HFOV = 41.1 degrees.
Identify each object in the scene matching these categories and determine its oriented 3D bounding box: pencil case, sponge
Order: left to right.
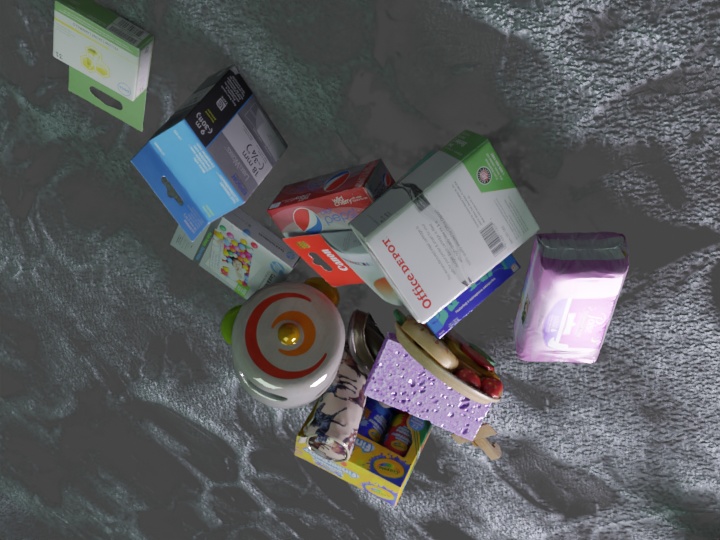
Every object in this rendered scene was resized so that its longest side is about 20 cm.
[{"bbox_3d":[-0.034,0.212,1.605,0.088,0.202,0.078,26,147,-13],"label":"pencil case"},{"bbox_3d":[0.113,0.185,1.536,0.197,0.030,0.113,23,113,-5],"label":"sponge"}]

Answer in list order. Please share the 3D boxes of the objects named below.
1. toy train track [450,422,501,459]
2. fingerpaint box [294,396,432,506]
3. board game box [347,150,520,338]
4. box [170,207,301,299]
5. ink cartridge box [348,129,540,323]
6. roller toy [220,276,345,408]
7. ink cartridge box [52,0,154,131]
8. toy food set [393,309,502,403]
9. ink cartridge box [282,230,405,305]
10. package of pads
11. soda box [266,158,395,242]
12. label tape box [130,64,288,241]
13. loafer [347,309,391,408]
[{"bbox_3d":[0.169,0.234,1.615,0.200,0.033,0.114,48,147,-8],"label":"toy train track"},{"bbox_3d":[0.010,0.281,1.663,0.197,0.168,0.074,25,142,11],"label":"fingerpaint box"},{"bbox_3d":[0.101,-0.033,1.292,0.201,0.152,0.045,50,179,-21],"label":"board game box"},{"bbox_3d":[-0.208,-0.036,1.586,0.199,0.041,0.156,35,142,-4],"label":"box"},{"bbox_3d":[0.105,-0.056,1.214,0.147,0.199,0.084,54,176,-24],"label":"ink cartridge box"},{"bbox_3d":[-0.114,0.117,1.533,0.140,0.197,0.185,108,146,-69],"label":"roller toy"},{"bbox_3d":[-0.386,-0.298,1.432,0.144,0.048,0.201,29,139,4],"label":"ink cartridge box"},{"bbox_3d":[0.130,0.124,1.422,0.198,0.198,0.049,33,98,-12],"label":"toy food set"},{"bbox_3d":[0.000,0.000,1.416,0.197,0.051,0.162,-6,149,29],"label":"ink cartridge box"},{"bbox_3d":[0.276,0.036,1.271,0.118,0.077,0.202,2,138,0],"label":"package of pads"},{"bbox_3d":[-0.039,-0.096,1.386,0.198,0.064,0.070,-10,125,42],"label":"soda box"},{"bbox_3d":[-0.201,-0.161,1.320,0.063,0.201,0.145,-11,125,41],"label":"label tape box"},{"bbox_3d":[0.039,0.141,1.584,0.070,0.074,0.202,-9,129,25],"label":"loafer"}]
